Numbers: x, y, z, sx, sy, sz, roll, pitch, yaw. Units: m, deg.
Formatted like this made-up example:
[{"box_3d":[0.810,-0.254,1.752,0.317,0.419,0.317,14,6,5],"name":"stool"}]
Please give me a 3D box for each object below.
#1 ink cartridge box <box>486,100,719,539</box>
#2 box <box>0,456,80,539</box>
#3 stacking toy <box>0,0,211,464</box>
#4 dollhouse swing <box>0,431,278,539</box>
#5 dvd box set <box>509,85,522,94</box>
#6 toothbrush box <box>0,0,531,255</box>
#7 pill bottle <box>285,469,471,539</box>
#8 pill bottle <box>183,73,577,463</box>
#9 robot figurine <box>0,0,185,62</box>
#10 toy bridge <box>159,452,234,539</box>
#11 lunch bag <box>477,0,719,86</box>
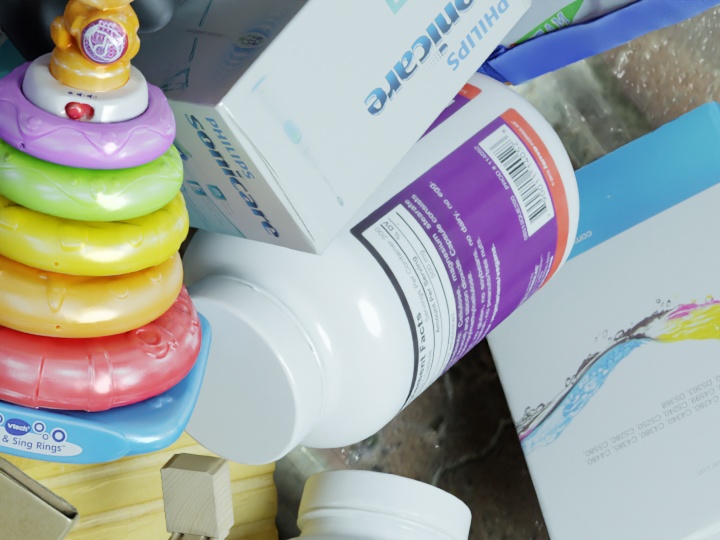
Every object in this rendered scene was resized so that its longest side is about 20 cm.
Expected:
[{"box_3d":[0.161,0.059,1.329,0.147,0.146,0.200,38,30,-52],"name":"ink cartridge box"},{"box_3d":[-0.229,0.126,1.073,0.163,0.021,0.200,35,99,-6],"name":"box"},{"box_3d":[-0.103,-0.039,1.039,0.110,0.116,0.200,-76,178,-62],"name":"stacking toy"},{"box_3d":[-0.095,0.141,1.203,0.175,0.182,0.200,-6,103,-19],"name":"dollhouse swing"},{"box_3d":[0.013,-0.091,1.328,0.146,0.029,0.200,21,85,-41],"name":"dvd box set"},{"box_3d":[-0.053,-0.097,1.159,0.146,0.200,0.085,-49,126,-21],"name":"toothbrush box"},{"box_3d":[-0.007,0.194,1.234,0.112,0.112,0.200,31,62,-40],"name":"pill bottle"},{"box_3d":[0.000,0.000,1.208,0.200,0.112,0.113,-38,122,-43],"name":"pill bottle"},{"box_3d":[-0.113,-0.174,1.103,0.150,0.200,0.125,8,136,-11],"name":"robot figurine"},{"box_3d":[-0.098,0.142,1.114,0.200,0.027,0.067,-44,135,-59],"name":"toy bridge"},{"box_3d":[0.124,-0.187,1.274,0.124,0.170,0.200,32,52,-37],"name":"lunch bag"}]
